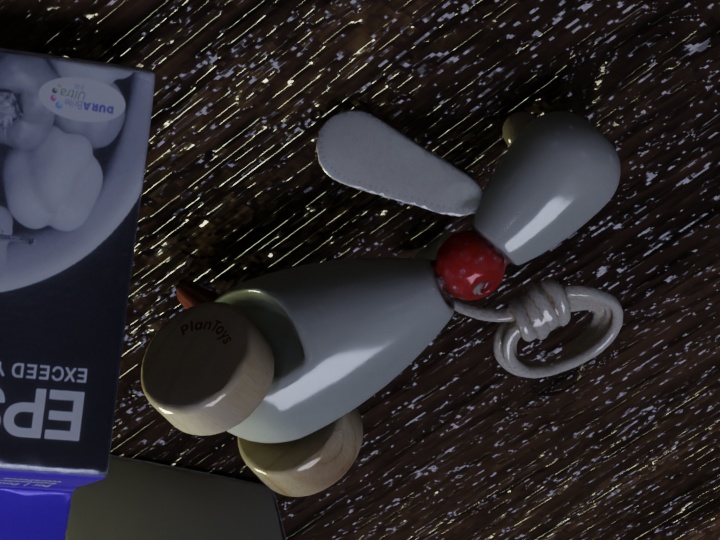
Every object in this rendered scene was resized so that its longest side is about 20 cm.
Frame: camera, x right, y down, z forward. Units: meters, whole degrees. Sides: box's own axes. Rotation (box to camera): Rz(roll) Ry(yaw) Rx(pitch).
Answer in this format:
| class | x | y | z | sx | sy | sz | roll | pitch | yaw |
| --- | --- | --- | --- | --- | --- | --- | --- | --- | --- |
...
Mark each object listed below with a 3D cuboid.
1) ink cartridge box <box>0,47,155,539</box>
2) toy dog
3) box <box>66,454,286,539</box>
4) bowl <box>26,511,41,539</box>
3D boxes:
| class | x | y | z | sx | sy | sz | roll | pitch | yaw |
| --- | --- | --- | --- | --- | --- | --- | --- | --- | --- |
| ink cartridge box | -0.177 | 0.017 | 0.675 | 0.198 | 0.200 | 0.043 | 6 | -179 | -26 |
| toy dog | 0.000 | 0.000 | 0.799 | 0.200 | 0.096 | 0.132 | -25 | 140 | -13 |
| box | -0.132 | 0.188 | 0.945 | 0.128 | 0.109 | 0.200 | 15 | 132 | -34 |
| bowl | -0.224 | 0.059 | 0.741 | 0.200 | 0.200 | 0.108 | 10 | 178 | -29 |
